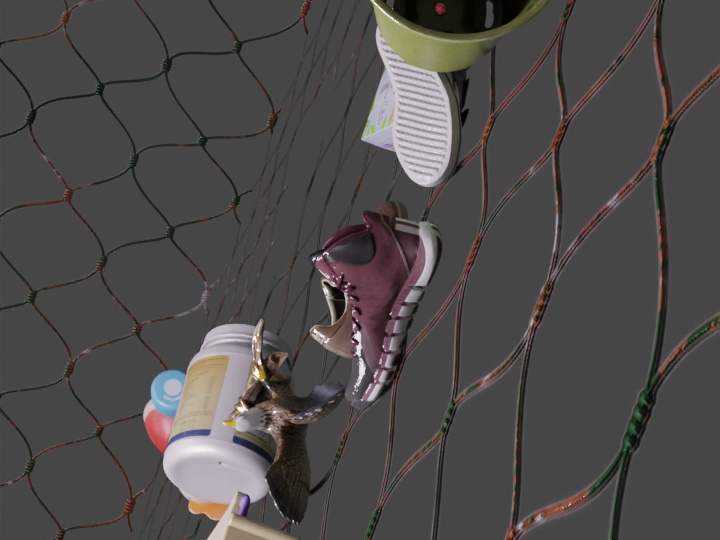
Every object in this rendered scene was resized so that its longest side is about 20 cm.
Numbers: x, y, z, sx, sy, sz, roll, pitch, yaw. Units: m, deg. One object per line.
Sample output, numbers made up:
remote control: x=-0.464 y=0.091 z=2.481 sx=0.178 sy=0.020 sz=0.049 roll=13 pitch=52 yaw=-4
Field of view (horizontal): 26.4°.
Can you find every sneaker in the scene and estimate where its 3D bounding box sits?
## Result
sneaker: x=0.075 y=-0.173 z=1.568 sx=0.078 sy=0.079 sz=0.201 roll=-23 pitch=65 yaw=31
sneaker: x=-0.006 y=0.030 z=1.489 sx=0.076 sy=0.115 sz=0.200 roll=-106 pitch=37 yaw=-73
sneaker: x=0.000 y=0.000 z=1.627 sx=0.070 sy=0.075 sz=0.200 roll=123 pitch=163 yaw=-54

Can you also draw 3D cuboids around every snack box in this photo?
snack box: x=0.062 y=-0.216 z=1.757 sx=0.200 sy=0.053 sz=0.143 roll=177 pitch=110 yaw=-79

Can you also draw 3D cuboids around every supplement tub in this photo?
supplement tub: x=-0.163 y=0.184 z=1.972 sx=0.144 sy=0.144 sz=0.200 roll=122 pitch=164 yaw=-52

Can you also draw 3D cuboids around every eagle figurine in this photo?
eagle figurine: x=-0.078 y=0.170 z=1.687 sx=0.200 sy=0.151 sz=0.152 roll=33 pitch=151 yaw=50

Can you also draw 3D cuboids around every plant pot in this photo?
plant pot: x=0.083 y=-0.278 z=1.440 sx=0.184 sy=0.200 sz=0.201 roll=102 pitch=-175 yaw=-78

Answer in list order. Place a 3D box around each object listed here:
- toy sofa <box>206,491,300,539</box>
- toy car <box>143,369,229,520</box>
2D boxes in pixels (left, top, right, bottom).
toy sofa: x=-0.135 y=0.335 z=1.721 sx=0.200 sy=0.083 sz=0.098 roll=122 pitch=168 yaw=-52
toy car: x=-0.196 y=0.251 z=2.127 sx=0.184 sy=0.176 sz=0.200 roll=101 pitch=153 yaw=-61
